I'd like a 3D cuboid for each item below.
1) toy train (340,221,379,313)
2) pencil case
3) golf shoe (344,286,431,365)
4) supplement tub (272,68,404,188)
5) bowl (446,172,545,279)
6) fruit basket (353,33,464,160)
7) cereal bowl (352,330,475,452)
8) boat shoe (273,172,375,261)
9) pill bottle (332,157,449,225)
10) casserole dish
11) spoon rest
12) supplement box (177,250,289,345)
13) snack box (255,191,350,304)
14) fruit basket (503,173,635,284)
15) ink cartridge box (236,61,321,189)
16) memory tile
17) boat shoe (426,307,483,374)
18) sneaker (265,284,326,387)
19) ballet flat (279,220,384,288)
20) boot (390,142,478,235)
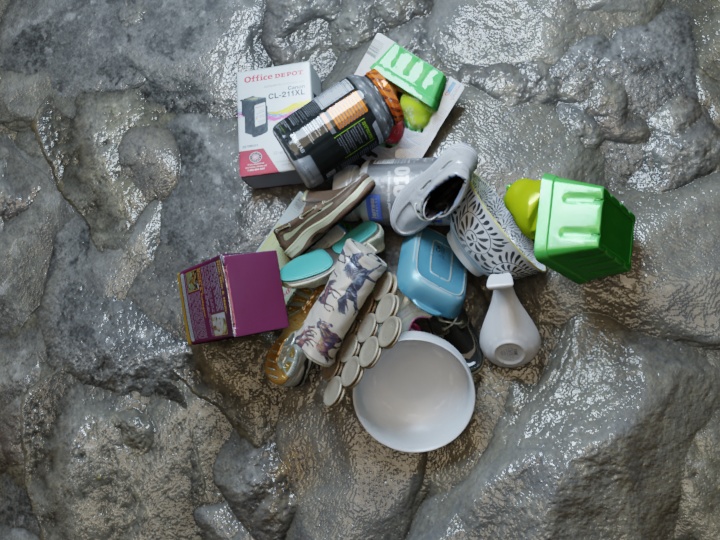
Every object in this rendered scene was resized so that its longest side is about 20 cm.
[{"bbox_3d":[0.000,0.000,1.300,0.056,0.042,0.201,-37,75,13],"label":"toy train"},{"bbox_3d":[-0.031,0.049,1.182,0.077,0.089,0.202,28,95,-5],"label":"pencil case"},{"bbox_3d":[0.043,0.105,1.237,0.091,0.075,0.201,36,115,-1],"label":"golf shoe"},{"bbox_3d":[-0.035,-0.237,1.228,0.199,0.123,0.123,-33,75,-1],"label":"supplement tub"},{"bbox_3d":[0.201,-0.053,1.200,0.094,0.200,0.202,-38,74,19],"label":"bowl"},{"bbox_3d":[0.058,-0.286,1.322,0.184,0.094,0.201,32,107,7],"label":"fruit basket"},{"bbox_3d":[0.085,0.187,1.207,0.197,0.083,0.203,1,108,2],"label":"cereal bowl"},{"bbox_3d":[-0.067,-0.101,1.217,0.202,0.075,0.075,-40,91,21],"label":"boat shoe"},{"bbox_3d":[0.059,-0.133,1.271,0.197,0.114,0.116,0,80,14],"label":"pill bottle"},{"bbox_3d":[0.123,-0.004,1.205,0.120,0.201,0.039,28,124,-9],"label":"casserole dish"},{"bbox_3d":[0.232,0.078,1.177,0.098,0.202,0.061,-4,40,14],"label":"spoon rest"},{"bbox_3d":[-0.217,0.047,1.241,0.102,0.199,0.133,-7,87,-35],"label":"supplement box"},{"bbox_3d":[-0.118,-0.023,1.308,0.116,0.037,0.201,42,103,16],"label":"snack box"},{"bbox_3d":[0.311,-0.072,1.178,0.213,0.216,0.158,6,81,13],"label":"fruit basket"},{"bbox_3d":[-0.145,-0.263,1.354,0.144,0.083,0.203,-6,79,11],"label":"ink cartridge box"},{"bbox_3d":[0.000,0.109,1.178,0.200,0.017,0.154,-49,29,29],"label":"memory tile"},{"bbox_3d":[0.143,0.081,1.242,0.071,0.068,0.202,-26,77,4],"label":"boat shoe"},{"bbox_3d":[-0.093,0.105,1.278,0.075,0.088,0.202,24,83,32],"label":"sneaker"},{"bbox_3d":[-0.042,-0.010,1.236,0.198,0.063,0.068,-28,42,-9],"label":"ballet flat"},{"bbox_3d":[0.102,-0.106,1.145,0.073,0.096,0.200,34,129,-8],"label":"boot"}]
